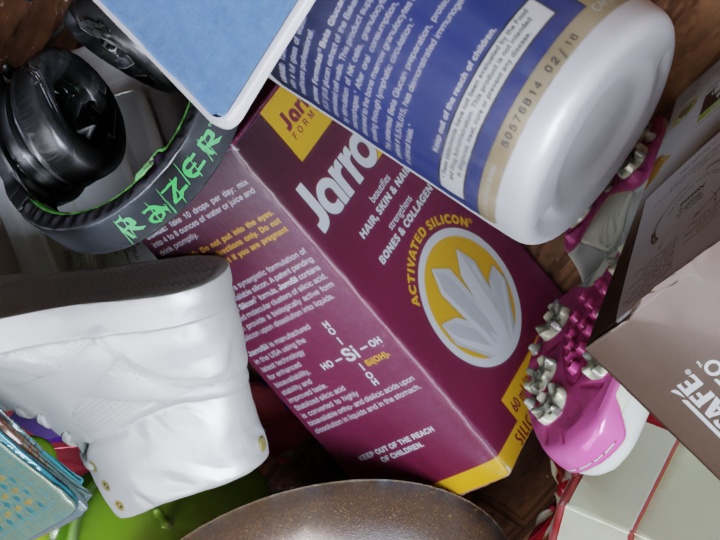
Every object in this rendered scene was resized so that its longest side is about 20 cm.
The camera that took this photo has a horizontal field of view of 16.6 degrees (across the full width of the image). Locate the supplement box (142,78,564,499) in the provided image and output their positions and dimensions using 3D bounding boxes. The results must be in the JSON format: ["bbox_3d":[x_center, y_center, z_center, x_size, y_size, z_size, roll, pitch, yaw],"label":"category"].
[{"bbox_3d":[0.000,0.000,1.137,0.085,0.110,0.200,-26,111,42],"label":"supplement box"}]

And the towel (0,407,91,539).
[{"bbox_3d":[-0.230,0.090,1.134,0.147,0.022,0.200,46,133,-15],"label":"towel"}]

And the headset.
[{"bbox_3d":[-0.127,-0.094,1.096,0.124,0.200,0.094,-47,131,8],"label":"headset"}]

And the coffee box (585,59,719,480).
[{"bbox_3d":[0.168,-0.006,0.956,0.114,0.200,0.080,43,123,-9],"label":"coffee box"}]

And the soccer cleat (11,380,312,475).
[{"bbox_3d":[-0.117,0.072,1.312,0.199,0.077,0.067,-10,156,21],"label":"soccer cleat"}]

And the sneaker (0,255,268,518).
[{"bbox_3d":[-0.138,0.062,1.117,0.199,0.074,0.116,-5,112,25],"label":"sneaker"}]

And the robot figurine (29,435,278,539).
[{"bbox_3d":[-0.104,0.150,1.230,0.175,0.116,0.200,25,157,-18],"label":"robot figurine"}]

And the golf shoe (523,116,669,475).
[{"bbox_3d":[0.125,0.020,1.020,0.091,0.200,0.075,40,129,-16],"label":"golf shoe"}]

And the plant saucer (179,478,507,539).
[{"bbox_3d":[-0.020,0.174,1.149,0.199,0.032,0.201,-10,136,-10],"label":"plant saucer"}]

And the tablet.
[{"bbox_3d":[-0.039,-0.171,0.980,0.130,0.014,0.200,45,113,30],"label":"tablet"}]

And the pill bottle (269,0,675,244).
[{"bbox_3d":[0.020,-0.107,1.019,0.200,0.111,0.111,34,139,18],"label":"pill bottle"}]

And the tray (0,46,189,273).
[{"bbox_3d":[-0.118,-0.018,1.215,0.107,0.022,0.201,-18,124,-1],"label":"tray"}]

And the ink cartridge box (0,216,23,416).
[{"bbox_3d":[-0.229,-0.026,1.226,0.083,0.147,0.201,-6,125,33],"label":"ink cartridge box"}]

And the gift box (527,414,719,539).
[{"bbox_3d":[0.161,0.131,1.098,0.186,0.200,0.185,22,131,15],"label":"gift box"}]
